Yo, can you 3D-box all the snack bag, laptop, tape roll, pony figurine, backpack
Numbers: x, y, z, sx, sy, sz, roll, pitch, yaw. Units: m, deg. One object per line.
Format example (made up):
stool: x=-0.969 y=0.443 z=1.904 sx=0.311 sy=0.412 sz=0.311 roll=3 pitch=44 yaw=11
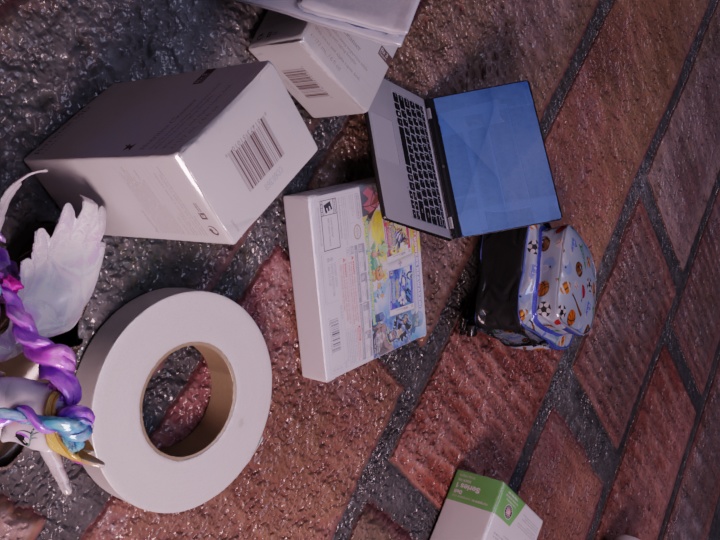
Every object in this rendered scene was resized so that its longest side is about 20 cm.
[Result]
snack bag: x=-0.024 y=-0.306 z=0.743 sx=0.021 sy=0.199 sz=0.189 roll=85 pitch=24 yaw=-68
laptop: x=0.113 y=-0.142 z=0.918 sx=0.200 sy=0.116 sz=0.188 roll=13 pitch=61 yaw=-48
tape roll: x=-0.164 y=0.116 z=0.737 sx=0.202 sy=0.037 sz=0.204 roll=-8 pitch=101 yaw=-49
pony figurine: x=-0.246 y=0.033 z=0.512 sx=0.167 sy=0.199 sz=0.194 roll=43 pitch=55 yaw=-85
backpack: x=0.242 y=0.022 z=1.117 sx=0.190 sy=0.154 sz=0.201 roll=35 pitch=66 yaw=-57

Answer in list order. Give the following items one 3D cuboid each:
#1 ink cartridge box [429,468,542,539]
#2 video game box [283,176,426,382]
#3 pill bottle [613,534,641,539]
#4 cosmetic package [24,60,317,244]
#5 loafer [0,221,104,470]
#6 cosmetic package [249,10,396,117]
ink cartridge box: x=0.158 y=0.398 z=1.105 sx=0.146 sy=0.084 sz=0.200 roll=49 pitch=60 yaw=-40
video game box: x=0.000 y=0.000 z=0.904 sx=0.182 sy=0.047 sz=0.201 roll=-17 pitch=107 yaw=-45
pill bottle: x=0.460 y=0.582 z=1.457 sx=0.200 sy=0.111 sz=0.111 roll=-50 pitch=129 yaw=-33
cosmetic package: x=-0.146 y=-0.087 z=0.609 sx=0.113 sy=0.200 sz=0.081 roll=-54 pitch=132 yaw=-33
loafer: x=-0.251 y=0.058 z=0.602 sx=0.073 sy=0.071 sz=0.201 roll=27 pitch=74 yaw=-47
cosmetic package: x=-0.014 y=-0.268 z=0.817 sx=0.113 sy=0.081 sz=0.200 roll=40 pitch=66 yaw=-42
